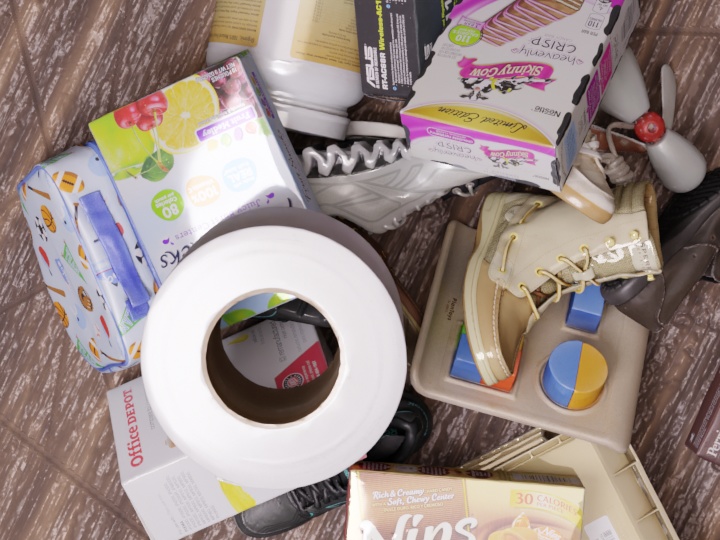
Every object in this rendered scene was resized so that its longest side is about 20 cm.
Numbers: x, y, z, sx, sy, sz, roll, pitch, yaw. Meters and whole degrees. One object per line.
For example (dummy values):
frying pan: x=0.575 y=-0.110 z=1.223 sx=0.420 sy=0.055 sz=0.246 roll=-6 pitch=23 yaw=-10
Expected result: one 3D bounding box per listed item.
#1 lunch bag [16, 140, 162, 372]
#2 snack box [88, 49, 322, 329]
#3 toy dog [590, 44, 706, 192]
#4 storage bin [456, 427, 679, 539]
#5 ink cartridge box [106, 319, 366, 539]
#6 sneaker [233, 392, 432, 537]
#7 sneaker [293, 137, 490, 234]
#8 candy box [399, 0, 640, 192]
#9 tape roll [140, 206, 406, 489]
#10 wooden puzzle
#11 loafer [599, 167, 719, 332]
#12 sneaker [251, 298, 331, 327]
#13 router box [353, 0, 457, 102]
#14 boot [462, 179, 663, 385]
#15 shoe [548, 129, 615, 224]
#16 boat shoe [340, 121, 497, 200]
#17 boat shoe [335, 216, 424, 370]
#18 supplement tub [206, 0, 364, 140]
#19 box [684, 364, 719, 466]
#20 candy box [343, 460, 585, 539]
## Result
lunch bag: x=-0.222 y=-0.007 z=1.598 sx=0.075 sy=0.160 sz=0.201 roll=-26 pitch=93 yaw=-24
snack box: x=-0.117 y=-0.061 z=1.532 sx=0.142 sy=0.053 sz=0.201 roll=-22 pitch=98 yaw=13
toy dog: x=0.220 y=-0.156 z=1.635 sx=0.131 sy=0.096 sz=0.201 roll=-20 pitch=105 yaw=-6
storage bin: x=0.174 y=0.247 z=1.641 sx=0.198 sy=0.094 sz=0.201 roll=-27 pitch=91 yaw=2
ink cartridge box: x=-0.110 y=0.132 z=1.605 sx=0.199 sy=0.145 sz=0.084 roll=-24 pitch=123 yaw=2
sneaker: x=-0.029 y=0.173 z=1.640 sx=0.200 sy=0.079 sz=0.076 roll=-34 pitch=96 yaw=4
sneaker: x=0.035 y=-0.074 z=1.566 sx=0.199 sy=0.075 sz=0.082 roll=-5 pitch=92 yaw=17
candy box: x=0.133 y=-0.170 z=1.511 sx=0.136 sy=0.061 sz=0.201 roll=14 pitch=60 yaw=21
tape roll: x=-0.064 y=0.056 z=1.445 sx=0.201 sy=0.139 sz=0.204 roll=0 pitch=97 yaw=0
wooden puzzle: x=0.155 y=0.048 z=1.605 sx=0.199 sy=0.046 sz=0.186 roll=18 pitch=53 yaw=-2
loafer: x=0.293 y=-0.021 z=1.626 sx=0.200 sy=0.073 sz=0.071 roll=-42 pitch=105 yaw=-16
sneaker: x=-0.090 y=0.008 z=1.624 sx=0.199 sy=0.079 sz=0.076 roll=19 pitch=62 yaw=17
router box: x=0.054 y=-0.261 z=1.554 sx=0.062 sy=0.150 sz=0.201 roll=10 pitch=121 yaw=29
boot: x=0.170 y=0.006 z=1.535 sx=0.155 sy=0.201 sz=0.073 roll=-5 pitch=132 yaw=19
shoe: x=0.154 y=-0.118 z=1.539 sx=0.053 sy=0.070 sz=0.200 roll=-50 pitch=53 yaw=21
boat shoe: x=0.074 y=-0.092 z=1.624 sx=0.199 sy=0.074 sz=0.061 roll=6 pitch=88 yaw=12
boat shoe: x=0.000 y=0.000 z=1.638 sx=0.200 sy=0.068 sz=0.072 roll=46 pitch=136 yaw=5
supplement tub: x=-0.053 y=-0.221 z=1.596 sx=0.144 sy=0.144 sz=0.201 roll=12 pitch=93 yaw=0
box: x=0.401 y=0.154 z=1.644 sx=0.199 sy=0.075 sz=0.101 roll=23 pitch=93 yaw=1
candy box: x=0.085 y=0.228 z=1.567 sx=0.199 sy=0.055 sz=0.116 roll=4 pitch=93 yaw=2
